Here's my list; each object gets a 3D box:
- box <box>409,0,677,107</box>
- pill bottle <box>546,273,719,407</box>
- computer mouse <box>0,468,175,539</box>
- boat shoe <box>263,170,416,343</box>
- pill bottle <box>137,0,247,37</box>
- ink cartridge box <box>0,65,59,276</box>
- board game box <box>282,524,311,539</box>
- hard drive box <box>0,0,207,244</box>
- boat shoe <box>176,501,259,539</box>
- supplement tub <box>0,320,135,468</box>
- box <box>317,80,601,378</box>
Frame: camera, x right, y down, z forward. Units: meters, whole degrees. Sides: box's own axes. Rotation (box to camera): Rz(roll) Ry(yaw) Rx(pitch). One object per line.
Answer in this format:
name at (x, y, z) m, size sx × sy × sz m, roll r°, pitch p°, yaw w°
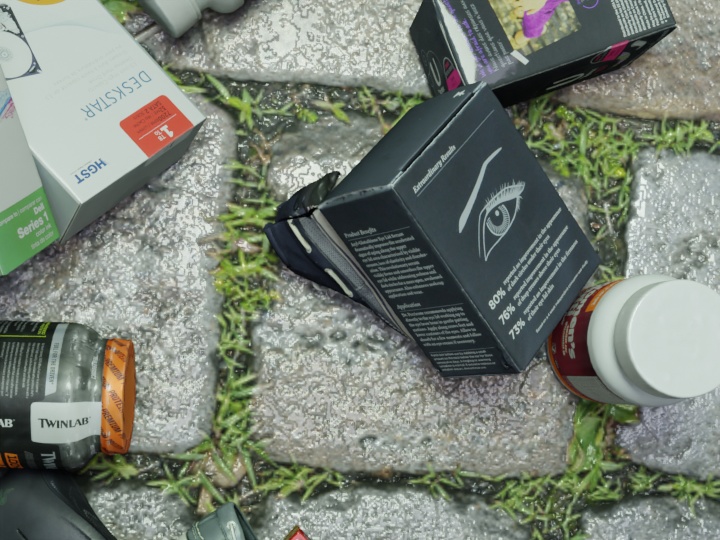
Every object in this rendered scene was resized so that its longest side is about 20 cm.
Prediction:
box at (0.160, -0.219, 0.977) m, size 0.199 × 0.122 × 0.107 m, roll -19°, pitch 86°, yaw -7°
pill bottle at (0.236, 0.060, 0.920) m, size 0.109 × 0.200 × 0.110 m, roll 1°, pitch 84°, yaw -6°
computer mouse at (-0.246, 0.229, 0.888) m, size 0.200 × 0.053 × 0.139 m, roll 36°, pitch 93°, yaw 26°
boat shoe at (0.000, 0.000, 0.974) m, size 0.200 × 0.092 × 0.075 m, roll 52°, pitch 47°, yaw -22°
pill bottle at (-0.116, -0.302, 0.963) m, size 0.200 × 0.111 × 0.111 m, roll -43°, pitch 90°, yaw -8°
ink cartridge box at (-0.338, -0.096, 0.827) m, size 0.144 × 0.084 × 0.201 m, roll -4°, pitch 113°, yaw 24°
board game box at (-0.069, 0.350, 0.939) m, size 0.151 × 0.046 × 0.200 m, roll 43°, pitch 82°, yaw 0°
hard drive box at (-0.258, -0.150, 0.919) m, size 0.200 × 0.077 × 0.156 m, roll 47°, pitch 51°, yaw -1°
boat shoe at (-0.066, 0.277, 0.888) m, size 0.062 × 0.073 × 0.200 m, roll -43°, pitch 84°, yaw -4°
supplement tub at (-0.293, 0.103, 0.901) m, size 0.199 × 0.123 × 0.123 m, roll 2°, pitch 85°, yaw -5°
box at (0.087, -0.031, 0.912) m, size 0.148 × 0.104 × 0.200 m, roll -47°, pitch 111°, yaw -32°
